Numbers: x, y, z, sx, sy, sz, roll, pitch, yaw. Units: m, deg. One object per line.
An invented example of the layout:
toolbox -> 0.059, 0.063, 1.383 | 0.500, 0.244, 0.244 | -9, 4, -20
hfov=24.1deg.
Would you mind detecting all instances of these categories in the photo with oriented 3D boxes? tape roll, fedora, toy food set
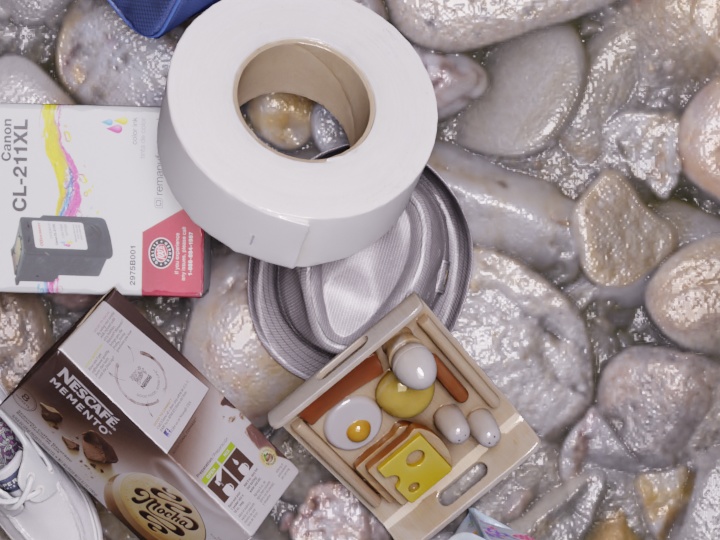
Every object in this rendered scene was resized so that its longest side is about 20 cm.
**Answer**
tape roll -> -0.047, -0.106, 1.229 | 0.201, 0.071, 0.204 | 6, 61, -12
fedora -> 0.000, 0.000, 1.302 | 0.176, 0.090, 0.201 | 23, 93, -1
toy food set -> 0.038, 0.122, 1.285 | 0.143, 0.060, 0.200 | -40, 129, 2

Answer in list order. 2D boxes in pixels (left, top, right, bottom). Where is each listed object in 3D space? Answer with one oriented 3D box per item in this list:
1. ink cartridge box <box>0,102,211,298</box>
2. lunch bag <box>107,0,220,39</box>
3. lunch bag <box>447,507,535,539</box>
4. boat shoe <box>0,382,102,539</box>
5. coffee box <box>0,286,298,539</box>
ink cartridge box -> -0.216, -0.054, 1.302 | 0.198, 0.083, 0.147 | 1, 94, -1
lunch bag -> -0.141, -0.281, 1.248 | 0.200, 0.136, 0.132 | 49, 54, 2
lunch bag -> 0.092, 0.283, 1.264 | 0.126, 0.200, 0.171 | 26, 93, -2
boat shoe -> -0.271, 0.153, 1.312 | 0.072, 0.069, 0.201 | -28, 93, 1
coffee box -> -0.161, 0.126, 1.280 | 0.200, 0.080, 0.113 | 45, 136, -8
